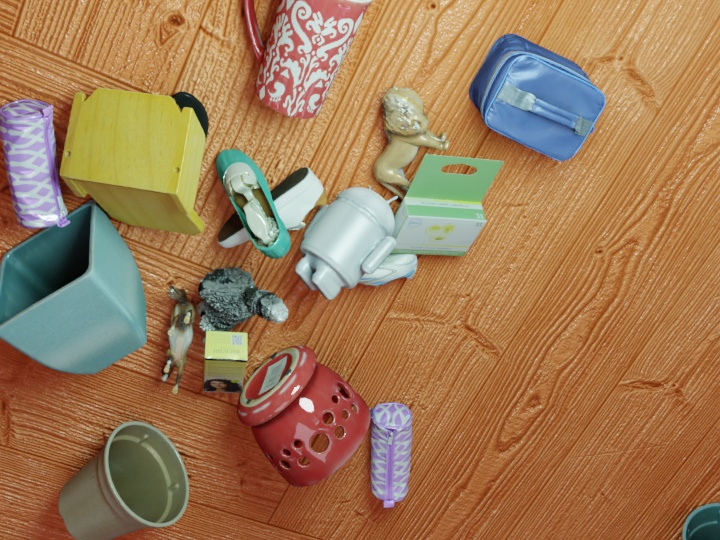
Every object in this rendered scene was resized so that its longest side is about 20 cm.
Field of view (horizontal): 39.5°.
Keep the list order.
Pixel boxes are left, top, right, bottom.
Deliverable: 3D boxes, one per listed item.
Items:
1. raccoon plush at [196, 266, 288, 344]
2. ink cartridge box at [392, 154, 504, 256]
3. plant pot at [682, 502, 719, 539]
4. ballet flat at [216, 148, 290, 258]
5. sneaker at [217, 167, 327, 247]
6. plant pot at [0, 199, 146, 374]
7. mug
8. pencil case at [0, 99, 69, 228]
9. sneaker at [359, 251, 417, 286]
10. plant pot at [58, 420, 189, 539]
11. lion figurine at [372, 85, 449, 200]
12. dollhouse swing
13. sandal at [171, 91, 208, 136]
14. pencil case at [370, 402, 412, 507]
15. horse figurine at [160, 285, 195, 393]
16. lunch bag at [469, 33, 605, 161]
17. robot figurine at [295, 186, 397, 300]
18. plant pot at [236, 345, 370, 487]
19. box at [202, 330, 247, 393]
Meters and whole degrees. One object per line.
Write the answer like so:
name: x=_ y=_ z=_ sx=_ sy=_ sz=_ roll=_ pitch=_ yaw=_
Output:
raccoon plush: x=-0.208 y=0.088 z=1.688 sx=0.096 sy=0.199 sz=0.136 roll=-20 pitch=128 yaw=-33
ink cartridge box: x=0.138 y=-0.101 z=1.633 sx=0.143 sy=0.049 sz=0.201 roll=2 pitch=146 yaw=-20
plant pot: x=0.769 y=0.634 z=2.119 sx=0.197 sy=0.202 sz=0.198 roll=-7 pitch=130 yaw=-2
ballet flat: x=-0.171 y=-0.112 z=1.572 sx=0.067 sy=0.070 sz=0.202 roll=-30 pitch=81 yaw=5
sneaker: x=-0.141 y=-0.081 z=1.650 sx=0.198 sy=0.073 sz=0.085 roll=-31 pitch=124 yaw=14
plant pot: x=-0.449 y=0.050 z=1.630 sx=0.194 sy=0.198 sz=0.201 roll=-29 pitch=129 yaw=11
mug: x=-0.088 y=-0.352 z=1.490 sx=0.132 sy=0.178 sz=0.202 roll=-10 pitch=135 yaw=-44
pencil case: x=-0.501 y=-0.160 z=1.544 sx=0.084 sy=0.084 sz=0.203 roll=15 pitch=125 yaw=24
sneaker: x=0.000 y=0.000 z=1.718 sx=0.196 sy=0.072 sz=0.073 roll=-6 pitch=130 yaw=1
plant pot: x=-0.450 y=0.408 z=1.847 sx=0.182 sy=0.202 sz=0.200 roll=-31 pitch=120 yaw=25
lion figurine: x=0.065 y=-0.192 z=1.612 sx=0.121 sy=0.073 sz=0.202 roll=17 pitch=119 yaw=-12
dollhouse swing: x=-0.330 y=-0.165 z=1.564 sx=0.197 sy=0.176 sz=0.185 roll=9 pitch=86 yaw=16
sandal: x=-0.288 y=-0.183 z=1.588 sx=0.074 sy=0.045 sz=0.202 roll=12 pitch=118 yaw=-12
pencil case: x=0.059 y=0.349 z=1.919 sx=0.082 sy=0.086 sz=0.203 roll=-4 pitch=122 yaw=-6
horse figurine: x=-0.315 y=0.115 z=1.729 sx=0.049 sy=0.133 sz=0.203 roll=8 pitch=106 yaw=-7
lunch bag: x=0.281 y=-0.262 z=1.560 sx=0.197 sy=0.133 sz=0.137 roll=19 pitch=117 yaw=-17
robot figurine: x=-0.020 y=-0.052 z=1.629 sx=0.201 sy=0.168 sz=0.113 roll=-52 pitch=146 yaw=-12
plant pot: x=-0.110 y=0.251 z=1.781 sx=0.199 sy=0.201 sz=0.183 roll=-37 pitch=110 yaw=15
box: x=-0.235 y=0.162 z=1.732 sx=0.074 sy=0.051 sz=0.201 roll=3 pitch=156 yaw=-7
